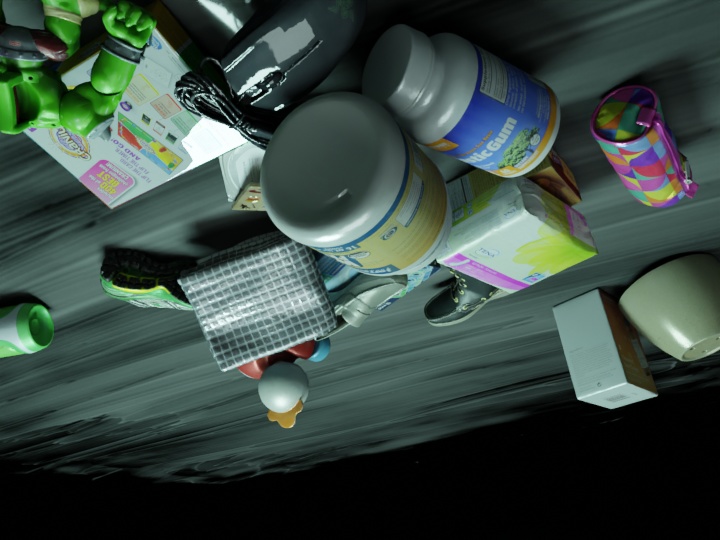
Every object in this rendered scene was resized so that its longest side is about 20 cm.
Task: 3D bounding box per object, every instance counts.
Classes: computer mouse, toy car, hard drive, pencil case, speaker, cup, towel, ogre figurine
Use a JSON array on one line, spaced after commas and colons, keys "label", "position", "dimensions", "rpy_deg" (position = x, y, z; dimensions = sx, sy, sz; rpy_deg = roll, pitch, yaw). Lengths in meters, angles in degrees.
[{"label": "computer mouse", "position": [-0.061, -0.195, 0.568], "dimensions": [0.138, 0.053, 0.200], "rpy_deg": [24, 116, -43]}, {"label": "toy car", "position": [-0.162, 0.202, 1.178], "dimensions": [0.176, 0.201, 0.184], "rpy_deg": [-23, 148, 26]}, {"label": "hard drive", "position": [-0.070, -0.140, 0.752], "dimensions": [0.199, 0.038, 0.140], "rpy_deg": [-5, 152, -7]}, {"label": "pencil case", "position": [0.363, -0.151, 0.787], "dimensions": [0.088, 0.089, 0.200], "rpy_deg": [-26, 147, 31]}, {"label": "speaker", "position": [-0.617, 0.107, 1.019], "dimensions": [0.199, 0.089, 0.089], "rpy_deg": [-10, 151, 4]}, {"label": "cup", "position": [0.620, 0.085, 1.182], "dimensions": [0.199, 0.144, 0.201], "rpy_deg": [-11, 145, -8]}, {"label": "towel", "position": [-0.149, 0.042, 0.907], "dimensions": [0.199, 0.086, 0.166], "rpy_deg": [-21, 111, -1]}, {"label": "ogre figurine", "position": [-0.283, -0.180, 0.525], "dimensions": [0.199, 0.098, 0.121], "rpy_deg": [3, 109, -25]}]

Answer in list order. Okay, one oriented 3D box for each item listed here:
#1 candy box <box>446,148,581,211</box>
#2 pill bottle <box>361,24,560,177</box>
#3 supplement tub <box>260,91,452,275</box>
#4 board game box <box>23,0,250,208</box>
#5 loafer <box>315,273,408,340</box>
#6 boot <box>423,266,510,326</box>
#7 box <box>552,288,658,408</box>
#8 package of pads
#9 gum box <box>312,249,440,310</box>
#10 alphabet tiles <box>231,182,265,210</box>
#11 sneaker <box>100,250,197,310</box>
[{"label": "candy box", "position": [0.191, -0.097, 0.873], "dimensions": [0.199, 0.057, 0.116], "rpy_deg": [-24, 148, 30]}, {"label": "pill bottle", "position": [0.104, -0.176, 0.649], "dimensions": [0.199, 0.113, 0.112], "rpy_deg": [13, 146, -33]}, {"label": "supplement tub", "position": [0.007, -0.075, 0.633], "dimensions": [0.144, 0.145, 0.200], "rpy_deg": [-19, 160, 21]}, {"label": "board game box", "position": [-0.235, -0.159, 0.638], "dimensions": [0.199, 0.040, 0.153], "rpy_deg": [-19, 135, 21]}, {"label": "loafer", "position": [-0.005, 0.056, 0.993], "dimensions": [0.200, 0.070, 0.070], "rpy_deg": [-29, 145, 35]}, {"label": "boot", "position": [0.170, 0.014, 1.054], "dimensions": [0.203, 0.074, 0.154], "rpy_deg": [-29, 143, 22]}, {"label": "box", "position": [0.496, 0.162, 1.261], "dimensions": [0.152, 0.201, 0.106], "rpy_deg": [20, 142, -41]}, {"label": "package of pads", "position": [0.214, -0.043, 0.848], "dimensions": [0.199, 0.069, 0.154], "rpy_deg": [18, 143, -41]}, {"label": "gum box", "position": [0.000, 0.000, 1.013], "dimensions": [0.199, 0.045, 0.170], "rpy_deg": [12, 146, -32]}, {"label": "alphabet tiles", "position": [-0.057, -0.092, 0.798], "dimensions": [0.199, 0.008, 0.167], "rpy_deg": [-1, 170, -24]}, {"label": "sneaker", "position": [-0.301, 0.023, 0.968], "dimensions": [0.199, 0.078, 0.085], "rpy_deg": [16, 151, -21]}]
